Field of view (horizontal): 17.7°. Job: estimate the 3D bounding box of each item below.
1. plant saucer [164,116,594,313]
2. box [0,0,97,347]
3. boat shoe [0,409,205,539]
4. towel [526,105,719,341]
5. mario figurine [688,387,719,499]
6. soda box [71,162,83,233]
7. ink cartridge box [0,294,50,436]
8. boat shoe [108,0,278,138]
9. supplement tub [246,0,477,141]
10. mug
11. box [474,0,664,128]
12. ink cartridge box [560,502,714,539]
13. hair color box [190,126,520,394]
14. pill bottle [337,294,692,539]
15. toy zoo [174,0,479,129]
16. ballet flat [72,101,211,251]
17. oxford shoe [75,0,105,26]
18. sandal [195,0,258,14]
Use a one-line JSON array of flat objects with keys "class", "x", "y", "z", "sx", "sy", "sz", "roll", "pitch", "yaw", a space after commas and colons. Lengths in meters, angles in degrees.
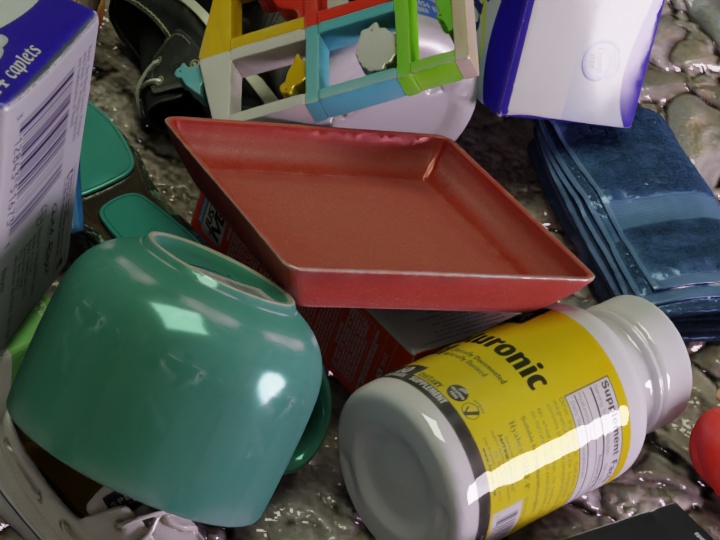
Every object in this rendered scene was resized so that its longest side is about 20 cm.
[{"class": "plant saucer", "x": 0.005, "y": -0.029, "z": 1.344, "sx": 0.199, "sy": 0.037, "sz": 0.200, "roll": 1, "pitch": 27, "yaw": -28}, {"class": "box", "x": -0.254, "y": -0.077, "z": 1.213, "sx": 0.199, "sy": 0.185, "sz": 0.105, "roll": 23, "pitch": 42, "yaw": 9}, {"class": "boat shoe", "x": -0.125, "y": 0.139, "z": 1.237, "sx": 0.071, "sy": 0.070, "sz": 0.200, "roll": -27, "pitch": 55, "yaw": -36}, {"class": "towel", "x": 0.190, "y": -0.034, "z": 1.529, "sx": 0.111, "sy": 0.049, "sz": 0.201, "roll": -5, "pitch": 45, "yaw": -21}, {"class": "mario figurine", "x": 0.280, "y": 0.081, "z": 1.386, "sx": 0.123, "sy": 0.106, "sz": 0.200, "roll": 33, "pitch": 43, "yaw": 18}, {"class": "soda box", "x": -0.245, "y": -0.080, "z": 1.406, "sx": 0.067, "sy": 0.065, "sz": 0.200, "roll": -16, "pitch": 32, "yaw": -30}, {"class": "ink cartridge box", "x": -0.281, "y": 0.053, "z": 1.278, "sx": 0.199, "sy": 0.084, "sz": 0.145, "roll": -27, "pitch": 55, "yaw": -36}, {"class": "boat shoe", "x": -0.118, "y": -0.125, "z": 1.527, "sx": 0.067, "sy": 0.072, "sz": 0.200, "roll": -22, "pitch": 53, "yaw": -25}, {"class": "supplement tub", "x": -0.007, "y": -0.170, "z": 1.561, "sx": 0.131, "sy": 0.132, "sz": 0.201, "roll": -3, "pitch": 45, "yaw": -18}, {"class": "mug", "x": -0.093, "y": 0.048, "z": 1.238, "sx": 0.151, "sy": 0.115, "sz": 0.185, "roll": 27, "pitch": 9, "yaw": 8}, {"class": "box", "x": 0.121, "y": -0.218, "z": 1.564, "sx": 0.104, "sy": 0.185, "sz": 0.200, "roll": 4, "pitch": 22, "yaw": -23}, {"class": "ink cartridge box", "x": 0.136, "y": 0.186, "z": 1.252, "sx": 0.199, "sy": 0.037, "sz": 0.095, "roll": -13, "pitch": 46, "yaw": -43}, {"class": "hair color box", "x": 0.000, "y": 0.000, "z": 1.419, "sx": 0.110, "sy": 0.064, "sz": 0.200, "roll": -14, "pitch": 49, "yaw": -41}, {"class": "pill bottle", "x": 0.094, "y": 0.084, "z": 1.325, "sx": 0.199, "sy": 0.112, "sz": 0.111, "roll": -22, "pitch": 52, "yaw": -34}, {"class": "toy zoo", "x": -0.025, "y": -0.149, "z": 1.449, "sx": 0.199, "sy": 0.020, "sz": 0.132, "roll": -14, "pitch": 51, "yaw": 16}, {"class": "ballet flat", "x": -0.153, "y": -0.030, "z": 1.418, "sx": 0.074, "sy": 0.075, "sz": 0.200, "roll": -13, "pitch": 44, "yaw": -27}, {"class": "oxford shoe", "x": -0.211, "y": -0.160, "z": 1.538, "sx": 0.071, "sy": 0.073, "sz": 0.201, "roll": 10, "pitch": 42, "yaw": -5}, {"class": "sandal", "x": -0.120, "y": -0.213, "z": 1.573, "sx": 0.043, "sy": 0.077, "sz": 0.199, "roll": 25, "pitch": -12, "yaw": -40}]
